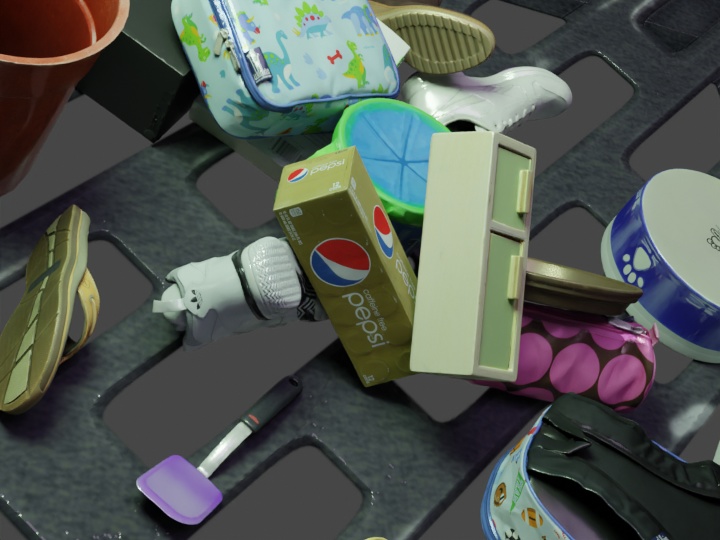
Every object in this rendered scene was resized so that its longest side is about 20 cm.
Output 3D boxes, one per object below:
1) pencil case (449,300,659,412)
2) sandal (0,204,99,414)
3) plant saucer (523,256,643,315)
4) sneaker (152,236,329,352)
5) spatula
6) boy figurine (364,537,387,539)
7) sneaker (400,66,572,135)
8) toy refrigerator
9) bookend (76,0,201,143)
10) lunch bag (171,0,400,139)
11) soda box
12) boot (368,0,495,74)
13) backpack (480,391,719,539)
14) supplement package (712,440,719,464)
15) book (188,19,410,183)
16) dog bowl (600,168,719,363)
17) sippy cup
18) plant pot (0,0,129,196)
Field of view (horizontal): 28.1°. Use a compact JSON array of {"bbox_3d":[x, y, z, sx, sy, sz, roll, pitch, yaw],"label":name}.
[{"bbox_3d":[0.172,0.070,1.316,0.199,0.094,0.091,10,49,-23],"label":"pencil case"},{"bbox_3d":[-0.234,0.031,1.126,0.054,0.080,0.201,38,34,-28],"label":"sandal"},{"bbox_3d":[0.161,0.008,1.332,0.199,0.030,0.200,13,4,-1],"label":"plant saucer"},{"bbox_3d":[-0.094,0.018,1.206,0.200,0.114,0.076,8,67,-74],"label":"sneaker"},{"bbox_3d":[-0.101,0.136,1.143,0.056,0.021,0.200,40,43,8],"label":"spatula"},{"bbox_3d":[0.055,0.280,1.084,0.200,0.064,0.124,49,47,10],"label":"boy figurine"},{"bbox_3d":[0.139,-0.162,1.524,0.199,0.075,0.100,-5,62,-24],"label":"sneaker"},{"bbox_3d":[0.098,-0.010,1.209,0.076,0.070,0.202,14,79,-53],"label":"toy refrigerator"},{"bbox_3d":[-0.211,-0.253,1.362,0.199,0.092,0.199,35,43,1],"label":"bookend"},{"bbox_3d":[-0.066,-0.206,1.302,0.199,0.082,0.162,-10,73,-46],"label":"lunch bag"},{"bbox_3d":[0.000,0.000,1.204,0.064,0.067,0.201,-82,152,-51],"label":"soda box"},{"bbox_3d":[0.066,-0.273,1.516,0.199,0.073,0.167,8,34,22],"label":"boot"},{"bbox_3d":[0.195,0.205,1.172,0.190,0.154,0.200,43,36,0],"label":"backpack"},{"bbox_3d":[0.432,0.143,1.398,0.113,0.110,0.200,34,43,0],"label":"supplement package"},{"bbox_3d":[-0.055,-0.185,1.396,0.133,0.048,0.200,36,61,0],"label":"book"},{"bbox_3d":[0.355,-0.007,1.506,0.199,0.079,0.201,17,46,-18],"label":"dog bowl"},{"bbox_3d":[0.015,-0.063,1.308,0.177,0.131,0.140,27,43,-9],"label":"sippy cup"},{"bbox_3d":[-0.310,-0.171,1.155,0.200,0.196,0.202,17,47,-18],"label":"plant pot"}]
